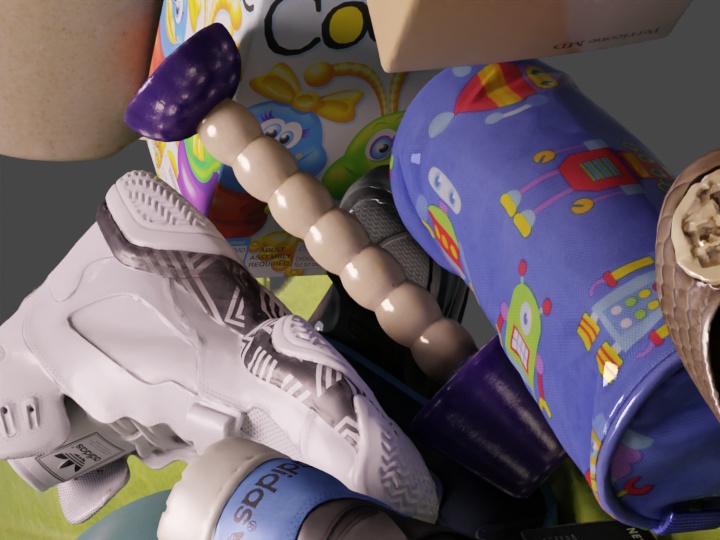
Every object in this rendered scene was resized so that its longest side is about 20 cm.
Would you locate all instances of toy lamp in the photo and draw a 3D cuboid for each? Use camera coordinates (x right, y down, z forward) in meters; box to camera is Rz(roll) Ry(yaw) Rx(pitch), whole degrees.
[{"bbox_3d":[0.000,0.000,0.853,0.200,0.058,0.058,45,148,8],"label":"toy lamp"}]

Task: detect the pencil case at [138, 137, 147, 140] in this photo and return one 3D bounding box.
[{"bbox_3d":[-0.083,-0.163,1.148,0.090,0.077,0.201,-92,11,-57],"label":"pencil case"}]

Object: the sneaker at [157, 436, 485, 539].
[{"bbox_3d":[0.014,0.138,0.780,0.111,0.077,0.200,20,148,32],"label":"sneaker"}]

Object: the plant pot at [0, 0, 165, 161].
[{"bbox_3d":[-0.130,-0.156,1.024,0.201,0.199,0.184,-118,24,-49],"label":"plant pot"}]

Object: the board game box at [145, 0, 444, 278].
[{"bbox_3d":[-0.014,-0.104,0.937,0.201,0.103,0.105,107,152,-42],"label":"board game box"}]

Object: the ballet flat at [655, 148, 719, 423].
[{"bbox_3d":[0.127,0.052,0.607,0.046,0.067,0.201,33,-145,-63],"label":"ballet flat"}]

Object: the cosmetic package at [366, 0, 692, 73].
[{"bbox_3d":[0.060,-0.127,0.682,0.200,0.105,0.071,110,151,-75],"label":"cosmetic package"}]

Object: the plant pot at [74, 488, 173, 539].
[{"bbox_3d":[-0.061,0.182,0.981,0.161,0.199,0.201,-104,20,-64],"label":"plant pot"}]

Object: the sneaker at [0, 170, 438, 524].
[{"bbox_3d":[-0.062,0.057,0.855,0.200,0.115,0.075,44,176,37],"label":"sneaker"}]

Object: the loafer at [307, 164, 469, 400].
[{"bbox_3d":[0.016,0.022,0.956,0.072,0.063,0.200,39,143,14],"label":"loafer"}]

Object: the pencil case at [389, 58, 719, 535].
[{"bbox_3d":[0.073,0.005,0.751,0.200,0.078,0.087,-124,37,-54],"label":"pencil case"}]

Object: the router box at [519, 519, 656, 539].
[{"bbox_3d":[0.097,0.195,0.744,0.200,0.051,0.150,-123,35,-54],"label":"router box"}]

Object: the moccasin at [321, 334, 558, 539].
[{"bbox_3d":[-0.015,0.071,0.910,0.200,0.068,0.081,16,121,44],"label":"moccasin"}]
